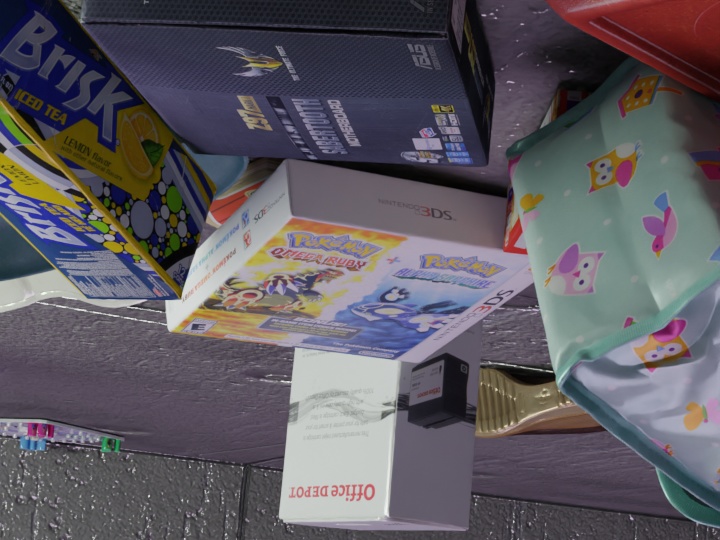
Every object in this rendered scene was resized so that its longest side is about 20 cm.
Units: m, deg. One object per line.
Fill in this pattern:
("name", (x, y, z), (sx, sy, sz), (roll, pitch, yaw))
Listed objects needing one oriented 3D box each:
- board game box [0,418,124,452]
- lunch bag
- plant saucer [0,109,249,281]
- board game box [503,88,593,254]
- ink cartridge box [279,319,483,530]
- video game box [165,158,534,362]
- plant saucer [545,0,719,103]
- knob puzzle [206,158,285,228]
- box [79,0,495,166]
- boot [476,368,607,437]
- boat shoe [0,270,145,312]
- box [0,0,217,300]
("board game box", (-0.506, 0.259, 2.728), (0.199, 0.026, 0.200), (-2, 166, 31))
("lunch bag", (0.171, 0.021, 0.822), (0.122, 0.171, 0.200), (-34, 128, 23))
("plant saucer", (-0.163, -0.046, 1.003), (0.199, 0.036, 0.200), (-20, 170, -4))
("board game box", (0.168, -0.046, 0.980), (0.151, 0.047, 0.200), (5, 168, -1))
("ink cartridge box", (0.017, 0.096, 1.331), (0.083, 0.201, 0.145), (14, 165, -34))
("video game box", (0.000, 0.000, 1.130), (0.199, 0.047, 0.182), (8, 150, -28))
("plant saucer", (0.190, -0.108, 0.709), (0.199, 0.037, 0.200), (-6, 165, 42))
("knob puzzle", (-0.024, -0.027, 1.187), (0.218, 0.031, 0.220), (4, 168, 1))
("box", (-0.024, -0.098, 0.801), (0.157, 0.051, 0.200), (4, 168, 9))
("boot", (0.199, 0.150, 1.814), (0.199, 0.073, 0.166), (-8, 161, 34))
("boat shoe", (-0.212, -0.013, 1.305), (0.199, 0.073, 0.062), (-8, -153, 23))
("box", (-0.148, -0.066, 0.823), (0.064, 0.070, 0.200), (-2, 147, 28))
